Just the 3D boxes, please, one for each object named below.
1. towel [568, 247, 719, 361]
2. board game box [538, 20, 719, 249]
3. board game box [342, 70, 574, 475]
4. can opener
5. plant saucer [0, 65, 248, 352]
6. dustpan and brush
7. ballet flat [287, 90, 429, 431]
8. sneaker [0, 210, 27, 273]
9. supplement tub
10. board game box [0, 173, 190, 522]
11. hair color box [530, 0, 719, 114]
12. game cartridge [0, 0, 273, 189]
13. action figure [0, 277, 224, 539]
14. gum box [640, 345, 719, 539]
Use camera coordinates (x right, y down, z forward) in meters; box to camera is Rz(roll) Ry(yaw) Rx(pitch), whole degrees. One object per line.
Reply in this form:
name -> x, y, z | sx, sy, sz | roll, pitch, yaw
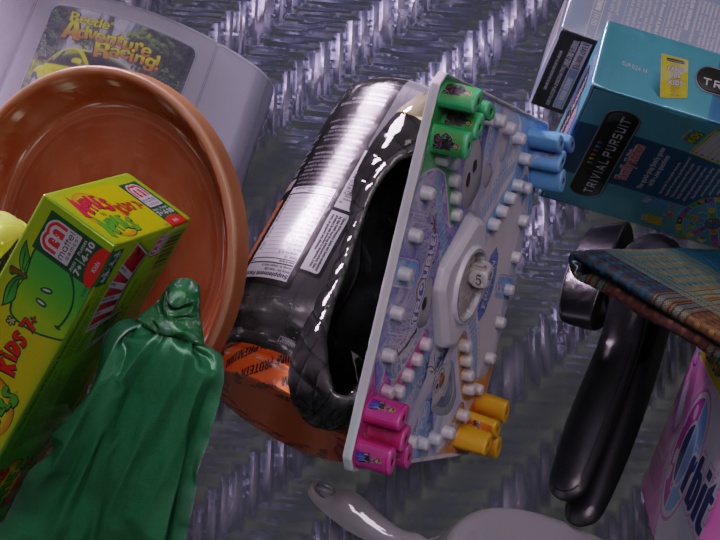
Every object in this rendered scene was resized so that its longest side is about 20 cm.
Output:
towel -> 0.209, 0.027, 0.934 | 0.146, 0.199, 0.022 | 32, 107, 28
board game box -> 0.220, -0.067, 1.032 | 0.198, 0.151, 0.047 | 17, 67, 0
board game box -> 0.059, 0.008, 0.932 | 0.026, 0.200, 0.202 | 15, 92, 21
can opener -> 0.153, 0.060, 1.026 | 0.078, 0.063, 0.201 | -8, 52, 37
plant saucer -> -0.147, -0.014, 0.983 | 0.199, 0.032, 0.203 | 1, 92, 29
dustpan and brush -> 0.057, 0.168, 0.970 | 0.199, 0.057, 0.140 | 37, 39, 8
ballet flat -> 0.019, -0.007, 0.909 | 0.066, 0.057, 0.202 | 27, 70, -16
sneaker -> -0.252, 0.050, 0.978 | 0.200, 0.074, 0.083 | -51, 42, -2
supplement tub -> 0.000, 0.000, 0.999 | 0.122, 0.123, 0.201 | 27, 70, 4
board game box -> -0.173, 0.049, 0.919 | 0.047, 0.102, 0.201 | 34, 107, 9
hair color box -> 0.215, -0.118, 1.079 | 0.198, 0.099, 0.061 | 18, 68, 1
game cartridge -> -0.161, -0.101, 1.066 | 0.198, 0.041, 0.134 | 17, 65, 0
action figure -> -0.122, 0.095, 0.930 | 0.117, 0.055, 0.201 | 21, 109, -1
gum box -> 0.208, 0.105, 0.936 | 0.066, 0.200, 0.114 | 19, 101, 0
